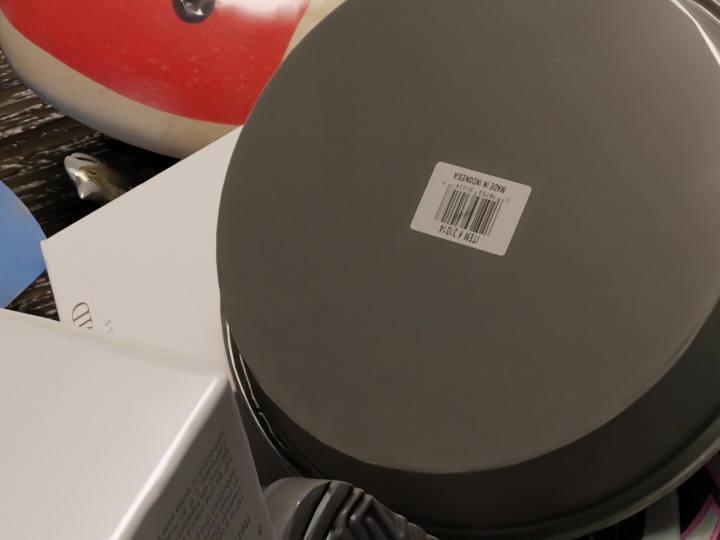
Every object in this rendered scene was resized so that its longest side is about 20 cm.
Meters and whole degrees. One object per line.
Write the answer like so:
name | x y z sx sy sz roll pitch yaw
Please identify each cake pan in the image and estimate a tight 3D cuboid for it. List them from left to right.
cake pan | 0.040 -0.016 0.714 0.199 0.037 0.202 -9 66 21

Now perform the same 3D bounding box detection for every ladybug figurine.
ladybug figurine | -0.062 -0.106 0.946 0.198 0.072 0.136 16 41 18

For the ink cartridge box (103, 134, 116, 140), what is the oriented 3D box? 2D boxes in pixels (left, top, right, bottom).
ink cartridge box | -0.024 -0.135 1.093 0.198 0.085 0.145 -2 34 1

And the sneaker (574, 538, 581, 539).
sneaker | 0.124 0.033 0.836 0.074 0.085 0.200 19 39 29

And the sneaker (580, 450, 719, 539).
sneaker | 0.115 0.099 0.711 0.085 0.081 0.201 1 57 -4

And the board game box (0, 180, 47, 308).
board game box | -0.212 0.002 0.869 0.157 0.039 0.200 25 32 8

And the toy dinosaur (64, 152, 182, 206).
toy dinosaur | -0.029 -0.038 0.979 0.198 0.077 0.103 -5 46 -13

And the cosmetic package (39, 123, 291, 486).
cosmetic package | 0.000 0.000 0.804 0.199 0.085 0.108 -29 52 9

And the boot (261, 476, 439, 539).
boot | -0.046 0.110 0.733 0.199 0.165 0.066 -2 52 42

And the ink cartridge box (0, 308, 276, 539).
ink cartridge box | -0.077 0.132 0.579 0.084 0.201 0.145 12 49 25
